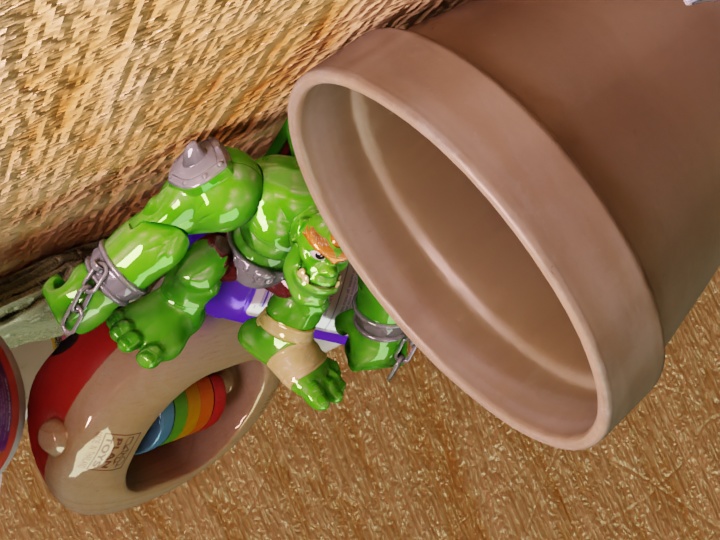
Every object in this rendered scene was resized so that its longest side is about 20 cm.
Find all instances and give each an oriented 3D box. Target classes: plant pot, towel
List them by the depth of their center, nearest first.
[{"bbox_3d":[0.095,-0.053,0.990,0.173,0.200,0.200,-40,-177,-19],"label":"plant pot"},{"bbox_3d":[-0.173,0.015,1.379,0.148,0.037,0.200,-23,177,28],"label":"towel"}]

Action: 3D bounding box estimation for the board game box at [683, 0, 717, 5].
[{"bbox_3d":[0.202,-0.159,0.847,0.199,0.062,0.200,-22,177,7],"label":"board game box"}]

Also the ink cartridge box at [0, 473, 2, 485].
[{"bbox_3d":[-0.301,0.133,1.330,0.084,0.147,0.200,11,-168,25],"label":"ink cartridge box"}]

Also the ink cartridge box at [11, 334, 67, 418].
[{"bbox_3d":[-0.244,0.070,1.540,0.199,0.068,0.116,-22,177,-43],"label":"ink cartridge box"}]

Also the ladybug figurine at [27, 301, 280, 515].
[{"bbox_3d":[-0.118,0.066,1.255,0.136,0.072,0.200,-59,159,21],"label":"ladybug figurine"}]

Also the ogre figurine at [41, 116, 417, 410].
[{"bbox_3d":[-0.047,-0.006,1.123,0.098,0.199,0.120,-91,-154,-56],"label":"ogre figurine"}]

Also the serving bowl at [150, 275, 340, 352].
[{"bbox_3d":[-0.030,0.010,1.390,0.199,0.066,0.200,-27,168,-6],"label":"serving bowl"}]

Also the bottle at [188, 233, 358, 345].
[{"bbox_3d":[0.000,0.000,1.240,0.199,0.084,0.065,12,-176,-30],"label":"bottle"}]

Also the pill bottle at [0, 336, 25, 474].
[{"bbox_3d":[-0.255,0.077,1.133,0.111,0.112,0.200,-23,177,16],"label":"pill bottle"}]
